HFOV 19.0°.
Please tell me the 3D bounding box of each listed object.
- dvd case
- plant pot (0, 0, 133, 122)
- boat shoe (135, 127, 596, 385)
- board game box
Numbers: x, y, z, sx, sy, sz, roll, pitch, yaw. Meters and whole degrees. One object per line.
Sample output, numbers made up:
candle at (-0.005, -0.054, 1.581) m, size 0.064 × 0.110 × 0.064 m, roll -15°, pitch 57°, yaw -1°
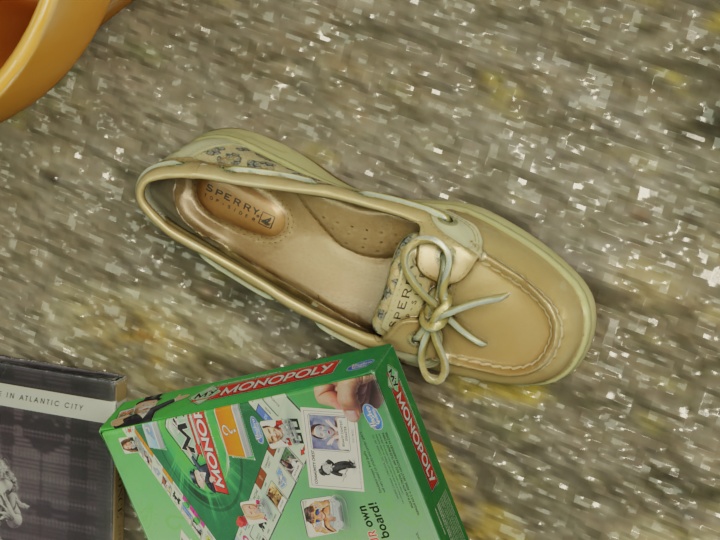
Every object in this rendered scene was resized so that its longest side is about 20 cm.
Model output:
dvd case at (-0.180, 0.137, 1.022) m, size 0.147 × 0.016 × 0.202 m, roll 8°, pitch 105°, yaw 21°
plant pot at (-0.160, -0.156, 0.861) m, size 0.198 × 0.183 × 0.202 m, roll 4°, pitch 102°, yaw 21°
boat shoe at (0.000, 0.000, 0.895) m, size 0.199 × 0.063 × 0.074 m, roll 20°, pitch 107°, yaw 16°
board game box at (-0.015, 0.137, 0.925) m, size 0.134 × 0.029 × 0.201 m, roll -12°, pitch 110°, yaw 25°
